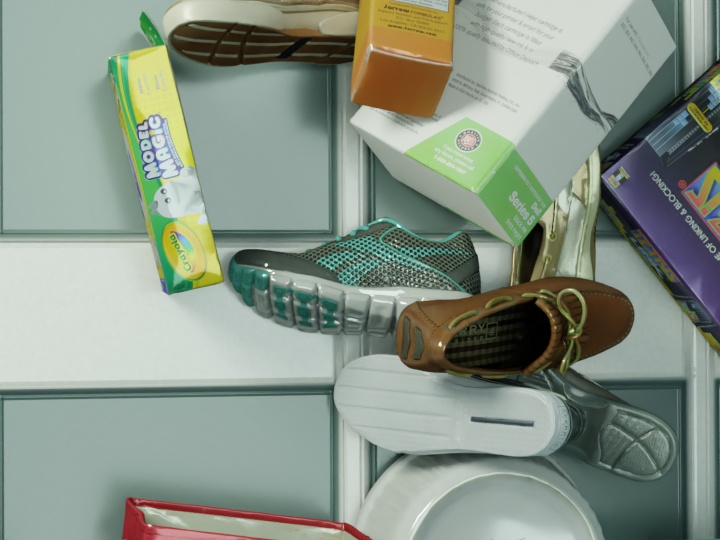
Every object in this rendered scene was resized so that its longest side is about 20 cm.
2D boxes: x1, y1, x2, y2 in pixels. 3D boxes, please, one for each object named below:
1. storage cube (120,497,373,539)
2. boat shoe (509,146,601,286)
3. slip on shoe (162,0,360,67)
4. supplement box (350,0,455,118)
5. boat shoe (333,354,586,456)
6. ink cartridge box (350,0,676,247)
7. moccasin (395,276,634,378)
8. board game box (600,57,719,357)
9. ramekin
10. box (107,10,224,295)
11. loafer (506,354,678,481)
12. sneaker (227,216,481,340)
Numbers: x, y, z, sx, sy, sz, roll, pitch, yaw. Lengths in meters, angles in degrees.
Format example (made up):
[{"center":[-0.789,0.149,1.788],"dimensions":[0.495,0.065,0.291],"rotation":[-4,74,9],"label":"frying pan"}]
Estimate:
[{"center":[-0.087,0.270,1.381],"dimensions":[0.200,0.171,0.180],"rotation":[9,88,-11],"label":"storage cube"},{"center":[0.143,-0.048,1.482],"dimensions":[0.066,0.074,0.200],"rotation":[-1,90,-17],"label":"boat shoe"},{"center":[-0.066,-0.191,1.411],"dimensions":[0.200,0.076,0.061],"rotation":[-4,74,-41],"label":"slip on shoe"},{"center":[0.035,-0.212,1.416],"dimensions":[0.069,0.067,0.200],"rotation":[9,55,-9],"label":"supplement box"},{"center":[0.074,0.110,1.438],"dimensions":[0.200,0.071,0.072],"rotation":[11,87,33],"label":"boat shoe"},{"center":[0.114,-0.139,1.433],"dimensions":[0.200,0.145,0.084],"rotation":[-50,138,-8],"label":"ink cartridge box"},{"center":[0.124,0.043,1.403],"dimensions":[0.201,0.078,0.074],"rotation":[1,102,-36],"label":"moccasin"},{"center":[0.301,-0.049,1.524],"dimensions":[0.165,0.057,0.200],"rotation":[-41,97,-10],"label":"board game box"},{"center":[0.096,0.226,1.459],"dimensions":[0.202,0.094,0.203],"rotation":[0,90,-12],"label":"ramekin"},{"center":[-0.146,-0.084,1.399],"dimensions":[0.048,0.117,0.200],"rotation":[-12,91,-7],"label":"box"},{"center":[0.151,0.105,1.491],"dimensions":[0.200,0.063,0.072],"rotation":[27,99,7],"label":"loafer"},{"center":[0.000,0.000,1.462],"dimensions":[0.200,0.078,0.091],"rotation":[9,62,-6],"label":"sneaker"}]
